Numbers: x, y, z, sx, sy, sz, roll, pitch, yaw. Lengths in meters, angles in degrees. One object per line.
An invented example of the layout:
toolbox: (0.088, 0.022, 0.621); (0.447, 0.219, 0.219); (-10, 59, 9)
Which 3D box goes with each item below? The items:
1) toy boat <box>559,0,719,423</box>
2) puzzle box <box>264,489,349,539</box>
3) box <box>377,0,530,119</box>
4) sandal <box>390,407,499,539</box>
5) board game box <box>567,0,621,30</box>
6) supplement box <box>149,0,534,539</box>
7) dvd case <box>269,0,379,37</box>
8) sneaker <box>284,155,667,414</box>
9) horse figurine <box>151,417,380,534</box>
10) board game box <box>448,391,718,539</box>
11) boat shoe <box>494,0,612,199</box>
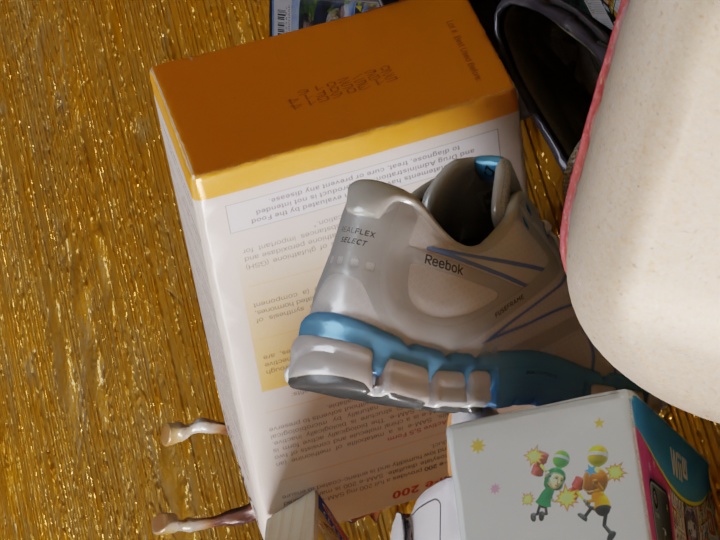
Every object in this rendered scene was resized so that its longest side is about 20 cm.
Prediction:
toy boat: (0.137, -0.050, 0.870); (0.131, 0.130, 0.200); (-69, -6, -54)
puzzle box: (0.026, 0.185, 1.090); (0.200, 0.025, 0.133); (57, -175, -10)
box: (0.008, -0.173, 1.161); (0.161, 0.049, 0.200); (66, -175, -54)
sandal: (0.035, 0.140, 1.030); (0.079, 0.059, 0.207); (45, -144, -61)
board game box: (0.078, -0.135, 0.928); (0.105, 0.023, 0.200); (39, 166, 26)
supplement box: (0.000, 0.000, 1.118); (0.074, 0.126, 0.200); (-114, 12, -46)
dvd case: (-0.003, -0.056, 1.347); (0.200, 0.018, 0.143); (-162, 70, -67)
sneaker: (0.053, 0.005, 1.003); (0.075, 0.200, 0.087); (9, 91, 33)
horse figurine: (-0.012, 0.052, 1.249); (0.050, 0.132, 0.200); (64, 142, 41)
board game box: (0.089, 0.153, 0.951); (0.148, 0.064, 0.200); (37, -137, -69)
boat shoe: (0.100, -0.033, 1.007); (0.200, 0.065, 0.072); (-113, 28, -43)
